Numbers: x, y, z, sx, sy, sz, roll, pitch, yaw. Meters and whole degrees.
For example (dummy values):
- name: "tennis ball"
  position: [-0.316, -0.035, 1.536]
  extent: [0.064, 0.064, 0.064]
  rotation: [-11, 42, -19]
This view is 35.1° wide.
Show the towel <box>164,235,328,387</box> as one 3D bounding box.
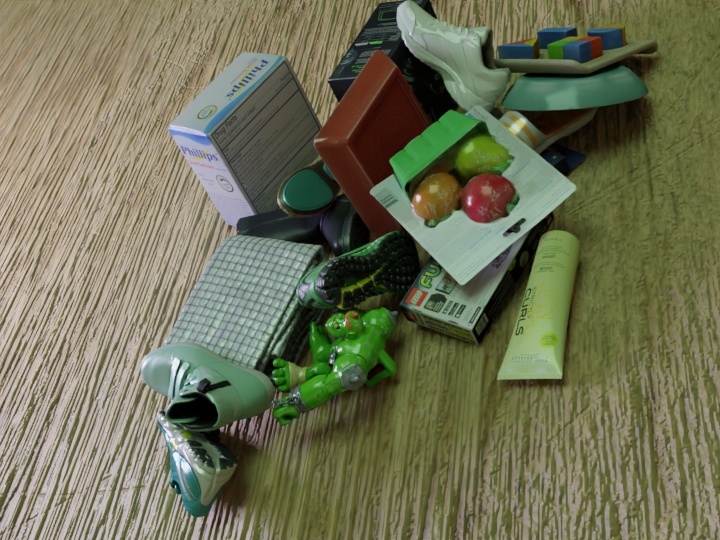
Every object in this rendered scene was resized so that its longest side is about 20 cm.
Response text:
- name: "towel"
  position: [-0.137, 0.056, 1.491]
  extent: [0.164, 0.086, 0.201]
  rotation: [10, 61, 31]

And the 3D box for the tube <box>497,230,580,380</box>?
- name: "tube"
  position: [0.214, 0.043, 1.311]
  extent: [0.058, 0.052, 0.201]
  rotation: [-50, 16, 54]

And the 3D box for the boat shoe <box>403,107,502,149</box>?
- name: "boat shoe"
  position: [0.126, -0.159, 1.558]
  extent: [0.070, 0.070, 0.200]
  rotation: [22, 41, 31]

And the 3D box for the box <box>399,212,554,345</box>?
- name: "box"
  position: [0.145, -0.012, 1.400]
  extent: [0.109, 0.035, 0.201]
  rotation: [18, 64, 36]

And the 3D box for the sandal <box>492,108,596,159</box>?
- name: "sandal"
  position: [0.222, -0.194, 1.519]
  extent: [0.206, 0.060, 0.079]
  rotation: [-34, 35, -13]

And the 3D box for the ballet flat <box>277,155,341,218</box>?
- name: "ballet flat"
  position: [-0.063, -0.116, 1.595]
  extent: [0.065, 0.071, 0.200]
  rotation: [-38, 2, 43]

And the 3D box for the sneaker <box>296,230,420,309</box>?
- name: "sneaker"
  position: [0.000, 0.000, 1.431]
  extent: [0.199, 0.079, 0.085]
  rotation: [-14, 4, -44]

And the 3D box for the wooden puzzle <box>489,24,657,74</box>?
- name: "wooden puzzle"
  position: [0.289, -0.312, 1.595]
  extent: [0.199, 0.047, 0.184]
  rotation: [-21, 22, -40]

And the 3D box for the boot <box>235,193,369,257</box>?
- name: "boot"
  position: [-0.089, -0.041, 1.591]
  extent: [0.198, 0.066, 0.165]
  rotation: [-11, 28, 15]

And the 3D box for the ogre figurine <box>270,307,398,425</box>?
- name: "ogre figurine"
  position: [-0.023, 0.101, 1.367]
  extent: [0.119, 0.099, 0.199]
  rotation: [-20, 3, 33]

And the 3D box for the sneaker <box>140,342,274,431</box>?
- name: "sneaker"
  position: [-0.216, 0.140, 1.375]
  extent: [0.199, 0.075, 0.118]
  rotation: [10, 14, 32]

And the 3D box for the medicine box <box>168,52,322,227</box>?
- name: "medicine box"
  position: [-0.157, -0.191, 1.705]
  extent: [0.102, 0.201, 0.182]
  rotation: [14, 54, 43]

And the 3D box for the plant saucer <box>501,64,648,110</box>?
- name: "plant saucer"
  position: [0.287, -0.251, 1.537]
  extent: [0.197, 0.036, 0.200]
  rotation: [-7, 17, 2]

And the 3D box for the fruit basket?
- name: "fruit basket"
  position: [0.136, -0.096, 1.402]
  extent: [0.185, 0.094, 0.200]
  rotation: [-40, 59, -5]

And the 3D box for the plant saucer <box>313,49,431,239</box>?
- name: "plant saucer"
  position: [0.042, -0.164, 1.537]
  extent: [0.036, 0.200, 0.201]
  rotation: [-4, 42, 40]

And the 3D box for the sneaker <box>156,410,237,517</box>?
- name: "sneaker"
  position: [-0.209, 0.224, 1.359]
  extent: [0.080, 0.077, 0.200]
  rotation: [-68, 23, 8]

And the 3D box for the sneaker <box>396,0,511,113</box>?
- name: "sneaker"
  position: [0.134, -0.310, 1.565]
  extent: [0.099, 0.200, 0.078]
  rotation: [-46, -11, 25]

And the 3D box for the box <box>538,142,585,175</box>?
- name: "box"
  position: [0.193, -0.118, 1.526]
  extent: [0.200, 0.033, 0.121]
  rotation: [-40, 38, -15]

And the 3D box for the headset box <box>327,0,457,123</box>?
- name: "headset box"
  position: [0.056, -0.268, 1.674]
  extent: [0.092, 0.175, 0.201]
  rotation: [2, 48, 34]
